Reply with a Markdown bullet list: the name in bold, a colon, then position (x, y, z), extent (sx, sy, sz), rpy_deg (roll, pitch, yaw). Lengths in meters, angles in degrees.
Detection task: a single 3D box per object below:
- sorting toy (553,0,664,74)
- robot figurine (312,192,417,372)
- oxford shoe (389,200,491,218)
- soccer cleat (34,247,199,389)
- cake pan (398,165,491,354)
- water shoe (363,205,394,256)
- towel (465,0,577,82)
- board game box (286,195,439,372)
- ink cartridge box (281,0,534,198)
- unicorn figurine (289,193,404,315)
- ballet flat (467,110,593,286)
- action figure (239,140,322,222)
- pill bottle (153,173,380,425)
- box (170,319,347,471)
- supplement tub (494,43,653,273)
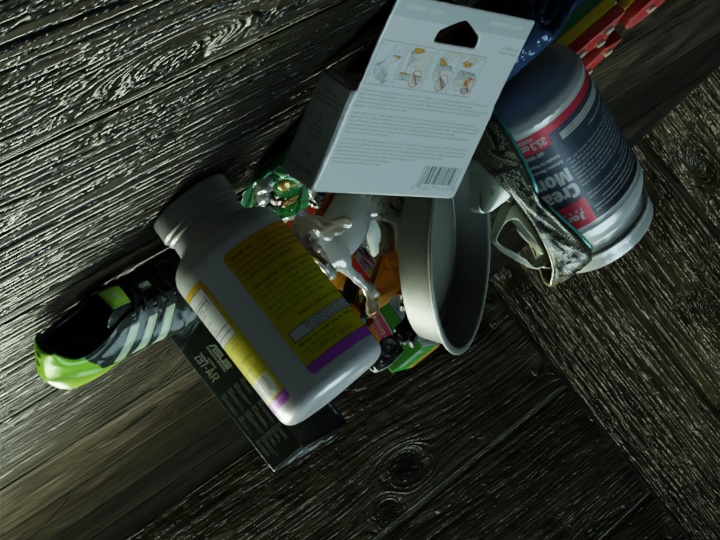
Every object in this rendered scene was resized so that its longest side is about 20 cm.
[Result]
- **sorting toy**: position (0.228, -0.253, 1.859), extent (0.200, 0.070, 0.199), rpy_deg (-32, 170, -43)
- **robot figurine**: position (0.000, 0.000, 1.708), extent (0.201, 0.144, 0.058), rpy_deg (-69, -170, -19)
- **oxford shoe**: position (0.067, -0.054, 1.882), extent (0.084, 0.073, 0.200), rpy_deg (-47, 150, 10)
- **soccer cleat**: position (-0.193, 0.030, 1.544), extent (0.200, 0.068, 0.081), rpy_deg (-36, 160, -17)
- **cake pan**: position (0.080, -0.022, 1.681), extent (0.037, 0.202, 0.200), rpy_deg (2, -172, 20)
- **water shoe**: position (0.021, -0.071, 1.960), extent (0.079, 0.072, 0.200), rpy_deg (-39, 174, -10)
- **towel**: position (0.109, -0.189, 1.666), extent (0.200, 0.049, 0.112), rpy_deg (-40, -169, 33)
- **board game box**: position (-0.003, 0.010, 1.820), extent (0.040, 0.200, 0.153), rpy_deg (-38, 173, 6)
- **ink cartridge box**: position (0.042, -0.146, 1.483), extent (0.200, 0.043, 0.174), rpy_deg (0, 119, -52)
- **unicorn figurine**: position (-0.013, -0.025, 1.602), extent (0.073, 0.138, 0.201), rpy_deg (-7, -137, 25)
- **ballet flat**: position (0.146, -0.059, 1.688), extent (0.075, 0.200, 0.068), rpy_deg (-42, -150, -5)
- **action figure**: position (-0.073, -0.063, 1.607), extent (0.118, 0.055, 0.200), rpy_deg (-33, 168, -21)
- **pill bottle**: position (-0.080, 0.020, 1.469), extent (0.104, 0.200, 0.104), rpy_deg (-38, 174, -5)
- **box**: position (-0.111, 0.109, 1.898), extent (0.043, 0.200, 0.160), rpy_deg (-40, 172, 15)
- **supplement tub**: position (0.193, -0.110, 1.780), extent (0.140, 0.200, 0.141), rpy_deg (-26, -149, 16)
